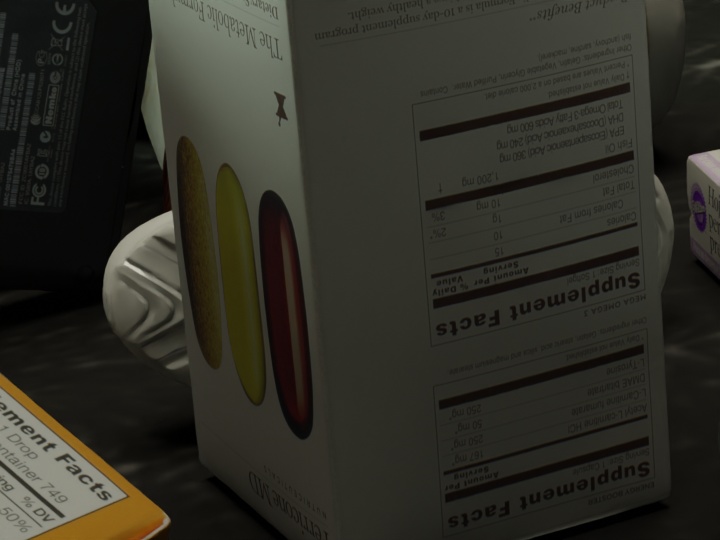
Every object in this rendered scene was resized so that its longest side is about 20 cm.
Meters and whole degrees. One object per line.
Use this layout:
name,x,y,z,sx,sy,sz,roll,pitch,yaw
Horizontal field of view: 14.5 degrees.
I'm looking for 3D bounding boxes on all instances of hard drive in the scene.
hard drive,-0.171,-0.066,0.981,0.200,0.140,0.033,4,13,-32

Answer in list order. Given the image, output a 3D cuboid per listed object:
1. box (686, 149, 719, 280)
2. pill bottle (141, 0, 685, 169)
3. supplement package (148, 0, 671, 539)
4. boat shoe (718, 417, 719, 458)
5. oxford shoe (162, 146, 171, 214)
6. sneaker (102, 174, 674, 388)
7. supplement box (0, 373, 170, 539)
box,0.155,0.005,0.923,0.041,0.039,0.200,-9,20,-9
pill bottle,0.017,-0.091,1.116,0.199,0.115,0.114,-12,21,-18
supplement package,0.012,-0.029,0.817,0.109,0.201,0.114,-13,20,-22
boat shoe,0.130,0.042,0.741,0.074,0.066,0.200,-1,32,13
oxford shoe,-0.028,-0.073,1.011,0.075,0.201,0.070,11,-13,-7
sneaker,0.000,0.000,0.950,0.199,0.078,0.099,-5,11,-26
supplement box,-0.142,0.045,0.754,0.069,0.067,0.200,-19,47,-43
